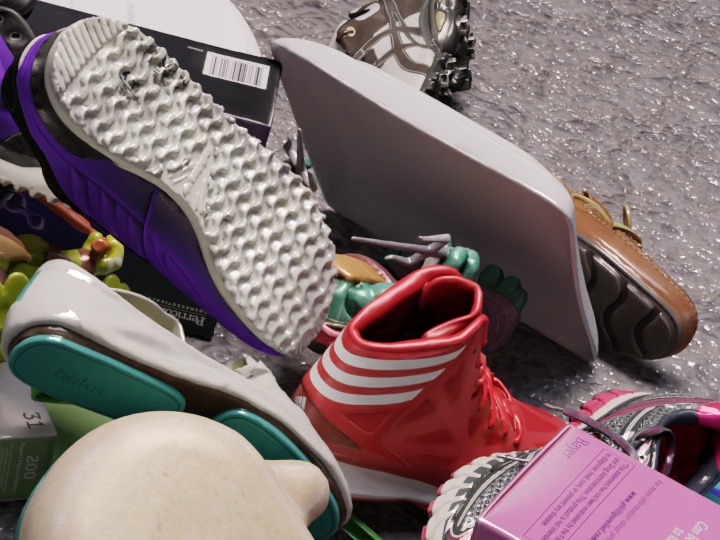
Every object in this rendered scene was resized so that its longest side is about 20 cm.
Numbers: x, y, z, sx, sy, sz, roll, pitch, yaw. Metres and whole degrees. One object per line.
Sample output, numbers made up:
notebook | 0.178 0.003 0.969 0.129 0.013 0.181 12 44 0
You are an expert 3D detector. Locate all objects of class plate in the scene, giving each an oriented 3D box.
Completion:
plate | 0.050 -0.044 1.375 0.199 0.200 0.032 32 74 22

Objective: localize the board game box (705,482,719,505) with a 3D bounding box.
board game box | 0.247 0.130 1.289 0.152 0.045 0.200 14 29 20

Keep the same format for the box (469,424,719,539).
box | 0.128 0.197 1.029 0.200 0.176 0.097 28 33 16

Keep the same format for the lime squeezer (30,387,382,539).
lime squeezer | -0.073 0.079 1.212 0.200 0.038 0.071 28 5 -23

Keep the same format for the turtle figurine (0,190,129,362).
turtle figurine | -0.191 -0.005 1.201 0.200 0.064 0.161 17 12 -36

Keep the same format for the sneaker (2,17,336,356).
sneaker | -0.096 -0.039 1.182 0.099 0.200 0.070 -6 41 52

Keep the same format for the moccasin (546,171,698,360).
moccasin | 0.128 -0.014 1.469 0.078 0.074 0.201 -20 37 -34

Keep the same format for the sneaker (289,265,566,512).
sneaker | 0.058 0.063 1.235 0.200 0.116 0.078 4 40 -44

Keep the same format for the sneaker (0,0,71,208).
sneaker | -0.209 -0.111 1.229 0.200 0.100 0.070 22 7 -13

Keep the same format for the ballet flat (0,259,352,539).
ballet flat | -0.078 0.055 1.146 0.200 0.069 0.069 34 23 -28

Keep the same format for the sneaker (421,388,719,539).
sneaker | 0.107 0.112 1.205 0.200 0.081 0.075 -35 17 -37

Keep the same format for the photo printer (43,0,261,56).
photo printer | -0.156 -0.127 1.501 0.200 0.070 0.166 9 32 -13

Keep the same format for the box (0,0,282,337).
box | -0.157 -0.061 1.330 0.200 0.141 0.079 14 33 -5

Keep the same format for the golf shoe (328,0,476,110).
golf shoe | 0.021 -0.118 1.587 0.094 0.078 0.200 1 29 8

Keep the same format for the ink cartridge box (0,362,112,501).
ink cartridge box | -0.175 0.056 1.229 0.200 0.048 0.146 -2 36 -25

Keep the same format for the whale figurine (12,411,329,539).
whale figurine | -0.064 0.154 1.096 0.200 0.104 0.159 36 60 -8

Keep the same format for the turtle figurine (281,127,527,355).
turtle figurine | 0.000 0.000 1.305 0.150 0.101 0.200 36 8 30
